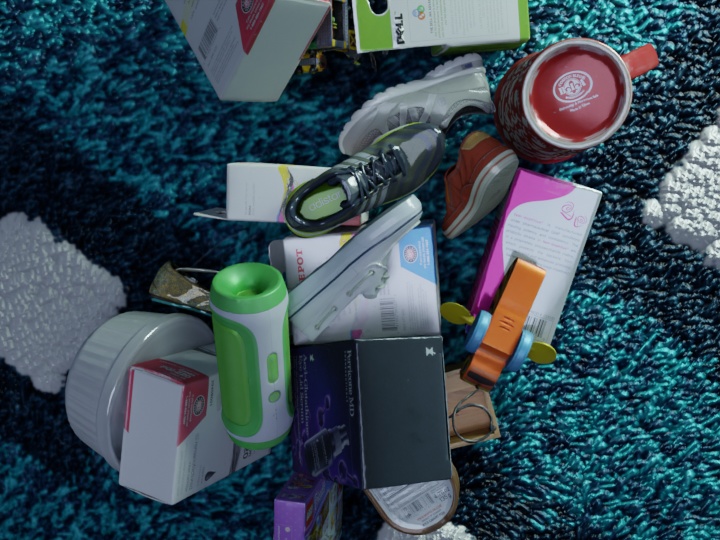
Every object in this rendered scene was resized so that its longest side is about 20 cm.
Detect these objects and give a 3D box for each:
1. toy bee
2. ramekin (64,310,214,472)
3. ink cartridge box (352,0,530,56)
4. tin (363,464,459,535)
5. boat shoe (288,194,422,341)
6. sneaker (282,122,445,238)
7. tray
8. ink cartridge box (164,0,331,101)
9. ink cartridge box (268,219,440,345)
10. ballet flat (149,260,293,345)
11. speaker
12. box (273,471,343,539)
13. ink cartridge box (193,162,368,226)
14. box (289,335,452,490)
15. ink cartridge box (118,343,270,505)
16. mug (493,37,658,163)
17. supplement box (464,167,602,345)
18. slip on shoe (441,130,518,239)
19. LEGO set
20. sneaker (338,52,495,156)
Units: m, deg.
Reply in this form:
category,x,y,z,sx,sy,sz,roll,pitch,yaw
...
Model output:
category,x,y,z,sx,sy,sz,roll,pitch,yaw
toy bee,0.136,0.085,0.846,0.200,0.109,0.131,-43,82,-14
ramekin,-0.271,0.143,0.942,0.094,0.202,0.204,13,100,25
ink cartridge box,0.084,-0.325,0.874,0.198,0.076,0.149,-6,98,-5
tin,0.047,0.241,0.965,0.112,0.042,0.201,-35,93,5
boat shoe,0.000,0.000,0.830,0.200,0.074,0.067,-38,95,22
sneaker,0.005,-0.093,0.817,0.199,0.081,0.074,-32,96,5
tray,0.071,0.188,0.991,0.199,0.037,0.099,-15,97,9
ink cartridge box,-0.137,-0.311,0.850,0.145,0.083,0.201,-50,61,41
ink cartridge box,-0.005,0.010,0.926,0.198,0.125,0.130,-4,97,7
ballet flat,-0.172,0.038,0.981,0.199,0.071,0.071,19,100,3
speaker,-0.116,0.096,0.830,0.088,0.089,0.201,3,121,5
box,-0.060,0.305,0.937,0.039,0.200,0.138,4,98,11
ink cartridge box,-0.091,-0.095,0.924,0.198,0.116,0.068,3,98,4
box,0.003,0.150,0.833,0.104,0.200,0.149,0,81,-25
ink cartridge box,-0.186,0.173,0.924,0.084,0.200,0.147,12,100,24
mug,0.231,-0.203,0.834,0.133,0.200,0.178,36,100,0
supplement box,0.201,-0.015,0.914,0.101,0.103,0.201,18,101,4
slip on shoe,0.126,-0.095,0.874,0.074,0.200,0.061,-36,76,-15
LEGO set,-0.042,-0.330,0.908,0.153,0.116,0.202,-4,95,36
sneaker,0.067,-0.182,0.912,0.199,0.075,0.082,-26,86,8
